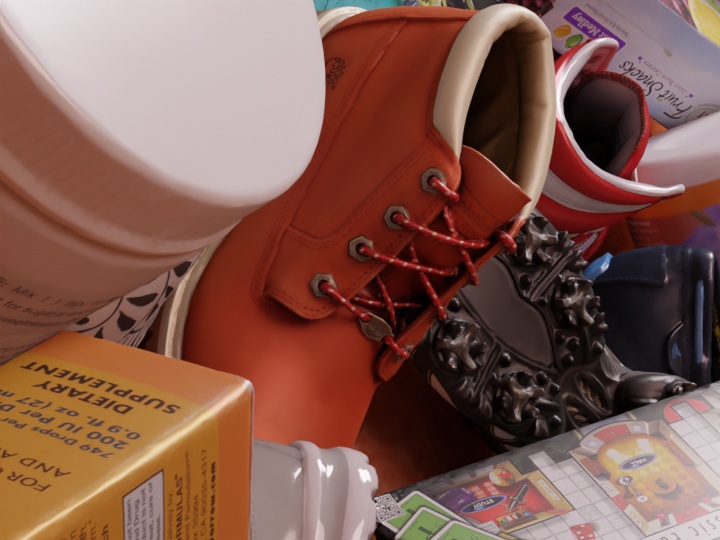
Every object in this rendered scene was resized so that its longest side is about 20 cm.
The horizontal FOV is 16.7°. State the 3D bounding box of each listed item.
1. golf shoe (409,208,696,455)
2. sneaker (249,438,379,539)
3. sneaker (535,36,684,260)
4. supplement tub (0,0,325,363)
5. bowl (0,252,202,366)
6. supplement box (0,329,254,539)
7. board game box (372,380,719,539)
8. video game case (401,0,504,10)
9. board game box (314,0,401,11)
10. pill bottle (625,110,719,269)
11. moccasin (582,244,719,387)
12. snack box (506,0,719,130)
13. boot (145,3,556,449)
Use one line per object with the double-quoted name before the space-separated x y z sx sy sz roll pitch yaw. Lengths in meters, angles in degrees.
"golf shoe" 0.056 0.036 0.915 0.200 0.094 0.078 46 68 -24
"sneaker" -0.050 0.133 0.688 0.082 0.075 0.200 16 49 -10
"sneaker" 0.088 -0.042 0.989 0.200 0.112 0.071 -15 77 -63
"supplement tub" -0.122 -0.030 0.539 0.132 0.200 0.132 39 36 -37
"bowl" -0.094 -0.064 0.688 0.201 0.094 0.201 22 58 -40
"supplement box" -0.101 0.080 0.590 0.200 0.066 0.069 -36 135 -56
"board game box" 0.108 0.090 0.837 0.200 0.023 0.105 -16 47 -29
"video game case" -0.024 -0.146 0.970 0.200 0.036 0.181 58 30 -10
"board game box" -0.066 -0.123 0.842 0.200 0.028 0.135 7 67 -46
"pill bottle" 0.194 0.028 1.093 0.112 0.112 0.200 -36 109 -61
"moccasin" 0.146 0.085 1.001 0.080 0.068 0.200 -65 136 -63
"snack box" 0.120 -0.135 1.149 0.200 0.053 0.142 28 26 -47
"boot" 0.000 0.000 0.782 0.075 0.107 0.200 34 64 -41
